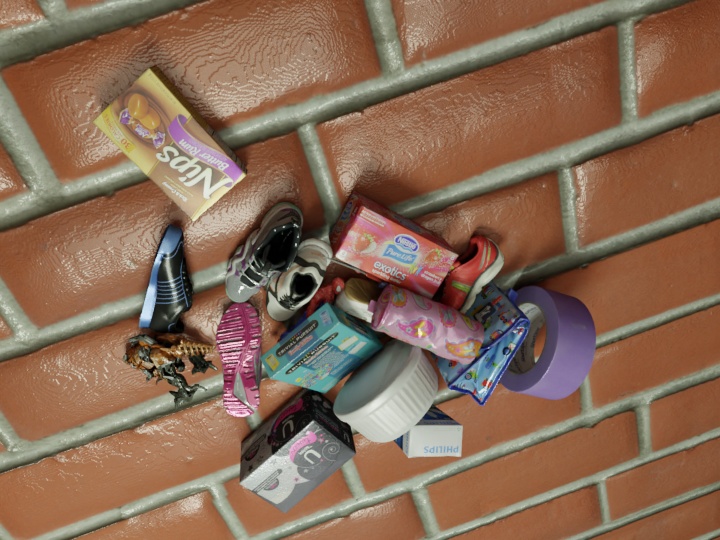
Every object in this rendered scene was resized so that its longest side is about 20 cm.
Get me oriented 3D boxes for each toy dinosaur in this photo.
[{"bbox_3d":[-0.326,0.156,0.902,0.102,0.199,0.136,-52,123,-29],"label":"toy dinosaur"}]

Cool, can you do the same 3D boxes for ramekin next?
[{"bbox_3d":[0.053,0.220,0.962,0.202,0.202,0.094,-41,99,8],"label":"ramekin"}]

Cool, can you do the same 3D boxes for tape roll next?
[{"bbox_3d":[0.337,0.135,0.990,0.084,0.200,0.202,15,110,-18],"label":"tape roll"}]

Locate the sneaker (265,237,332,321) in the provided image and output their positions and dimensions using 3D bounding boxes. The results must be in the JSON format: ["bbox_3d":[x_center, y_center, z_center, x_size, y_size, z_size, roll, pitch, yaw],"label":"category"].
[{"bbox_3d":[-0.117,0.032,0.891,0.073,0.080,0.200,25,133,-13],"label":"sneaker"}]

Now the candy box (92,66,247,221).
[{"bbox_3d":[-0.282,-0.188,0.800,0.116,0.057,0.200,-38,114,6],"label":"candy box"}]

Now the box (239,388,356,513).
[{"bbox_3d":[-0.127,0.353,1.041,0.200,0.115,0.132,-42,115,8],"label":"box"}]

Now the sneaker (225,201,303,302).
[{"bbox_3d":[-0.161,-0.011,0.855,0.077,0.140,0.201,28,105,-20],"label":"sneaker"}]

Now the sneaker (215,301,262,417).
[{"bbox_3d":[-0.219,0.156,0.956,0.080,0.088,0.203,2,91,-10],"label":"sneaker"}]

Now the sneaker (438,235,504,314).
[{"bbox_3d":[0.177,0.020,0.981,0.085,0.077,0.201,39,88,-17],"label":"sneaker"}]

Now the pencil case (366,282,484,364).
[{"bbox_3d":[0.112,0.093,0.904,0.198,0.088,0.088,21,108,-14],"label":"pencil case"}]

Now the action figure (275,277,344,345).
[{"bbox_3d":[-0.091,0.087,0.942,0.052,0.065,0.201,41,114,9],"label":"action figure"}]

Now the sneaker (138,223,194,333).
[{"bbox_3d":[-0.313,0.019,0.884,0.077,0.070,0.201,14,117,-20],"label":"sneaker"}]

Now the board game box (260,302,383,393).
[{"bbox_3d":[-0.062,0.145,0.942,0.151,0.047,0.200,-39,150,6],"label":"board game box"}]

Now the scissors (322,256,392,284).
[{"bbox_3d":[0.000,0.000,0.911,0.199,0.073,0.014,21,100,-35],"label":"scissors"}]

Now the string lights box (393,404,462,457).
[{"bbox_3d":[0.110,0.298,1.014,0.102,0.200,0.060,4,89,-14],"label":"string lights box"}]

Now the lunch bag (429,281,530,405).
[{"bbox_3d":[0.232,0.120,0.989,0.094,0.151,0.201,29,105,-22],"label":"lunch bag"}]

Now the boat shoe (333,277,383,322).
[{"bbox_3d":[0.041,0.071,0.982,0.199,0.071,0.069,21,135,-27],"label":"boat shoe"}]

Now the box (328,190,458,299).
[{"bbox_3d":[0.054,-0.042,0.911,0.199,0.096,0.100,25,106,-20],"label":"box"}]
